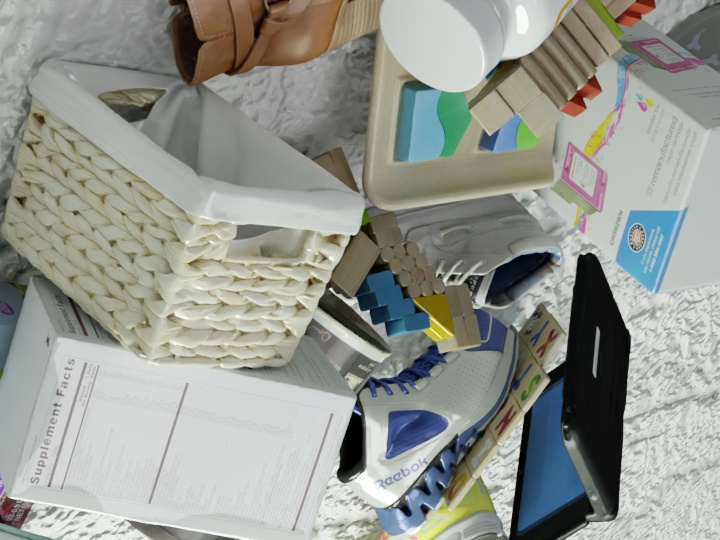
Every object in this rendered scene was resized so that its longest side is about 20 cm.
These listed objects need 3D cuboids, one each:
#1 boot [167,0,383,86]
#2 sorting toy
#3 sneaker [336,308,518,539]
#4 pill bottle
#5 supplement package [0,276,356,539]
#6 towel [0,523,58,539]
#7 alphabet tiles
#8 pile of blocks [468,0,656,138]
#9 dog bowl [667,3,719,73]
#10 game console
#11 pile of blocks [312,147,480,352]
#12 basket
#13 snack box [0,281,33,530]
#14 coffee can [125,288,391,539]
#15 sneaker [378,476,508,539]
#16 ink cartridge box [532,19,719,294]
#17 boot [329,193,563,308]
[{"bbox_3d":[-0.052,-0.213,1.173,0.154,0.074,0.201,-21,131,-23],"label":"boot"},{"bbox_3d":[0.086,-0.149,1.329,0.184,0.036,0.201,-10,110,-37],"label":"sorting toy"},{"bbox_3d":[0.040,0.106,1.499,0.115,0.080,0.200,35,75,-22],"label":"sneaker"},{"bbox_3d":[0.099,-0.211,1.229,0.200,0.111,0.111,-50,146,-32],"label":"pill bottle"},{"bbox_3d":[-0.122,0.090,1.171,0.199,0.110,0.114,14,104,-22],"label":"supplement package"},{"bbox_3d":[-0.295,0.235,1.283,0.171,0.048,0.200,-31,150,17],"label":"towel"},{"bbox_3d":[0.102,0.119,1.535,0.006,0.166,0.200,34,98,-12],"label":"alphabet tiles"},{"bbox_3d":[0.144,-0.149,1.284,0.062,0.082,0.200,49,62,-13],"label":"pile of blocks"},{"bbox_3d":[0.305,-0.127,1.575,0.199,0.059,0.201,-25,135,-27],"label":"dog bowl"},{"bbox_3d":[0.160,0.116,1.542,0.116,0.201,0.176,-9,135,21],"label":"game console"},{"bbox_3d":[0.000,0.000,1.345,0.200,0.062,0.082,46,58,-18],"label":"pile of blocks"},{"bbox_3d":[-0.118,-0.035,1.149,0.135,0.200,0.124,3,115,-44],"label":"basket"},{"bbox_3d":[-0.284,0.087,1.212,0.199,0.068,0.169,11,114,-45],"label":"snack box"},{"bbox_3d":[-0.095,0.090,1.323,0.200,0.146,0.146,-52,141,4],"label":"coffee can"},{"bbox_3d":[0.052,0.234,1.614,0.078,0.091,0.200,14,144,-40],"label":"sneaker"},{"bbox_3d":[0.208,-0.097,1.403,0.084,0.200,0.145,-8,127,-33],"label":"ink cartridge box"},{"bbox_3d":[0.063,-0.006,1.425,0.199,0.096,0.074,-21,134,-28],"label":"boot"}]
